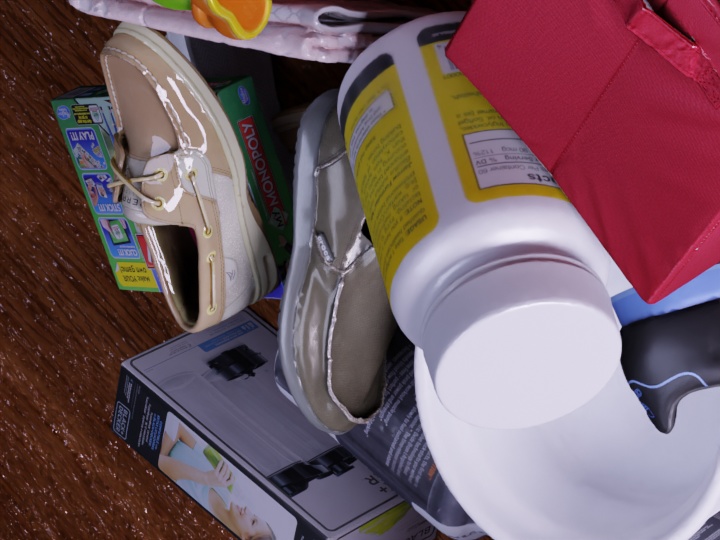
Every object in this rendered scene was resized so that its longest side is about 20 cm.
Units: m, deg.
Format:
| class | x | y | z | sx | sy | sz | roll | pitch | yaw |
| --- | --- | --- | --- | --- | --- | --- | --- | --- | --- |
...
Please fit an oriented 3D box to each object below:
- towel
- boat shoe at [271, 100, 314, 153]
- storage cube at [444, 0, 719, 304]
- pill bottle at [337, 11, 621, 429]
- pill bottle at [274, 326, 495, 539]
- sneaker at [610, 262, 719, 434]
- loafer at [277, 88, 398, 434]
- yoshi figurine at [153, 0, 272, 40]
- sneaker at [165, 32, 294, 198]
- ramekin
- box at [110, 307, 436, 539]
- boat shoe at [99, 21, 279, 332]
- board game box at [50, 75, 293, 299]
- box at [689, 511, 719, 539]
| class | x | y | z | sx | sy | sz | roll | pitch | yaw |
| --- | --- | --- | --- | --- | --- | --- | --- | --- | --- |
| towel | -0.030 | -0.143 | 1.530 | 0.191 | 0.200 | 0.032 | 15 | 101 | 40 |
| boat shoe | 0.026 | -0.073 | 1.600 | 0.200 | 0.074 | 0.070 | -1 | 104 | 48 |
| storage cube | 0.179 | -0.123 | 1.306 | 0.171 | 0.200 | 0.180 | 51 | 147 | 13 |
| pill bottle | 0.061 | -0.026 | 1.389 | 0.115 | 0.114 | 0.201 | 111 | 154 | -43 |
| pill bottle | 0.050 | 0.089 | 1.639 | 0.200 | 0.106 | 0.107 | 40 | 136 | 27 |
| sneaker | 0.226 | 0.023 | 1.362 | 0.199 | 0.070 | 0.078 | -16 | 87 | 12 |
| loafer | 0.000 | 0.000 | 1.554 | 0.069 | 0.075 | 0.201 | 10 | 110 | 29 |
| yoshi figurine | -0.117 | -0.196 | 1.390 | 0.200 | 0.112 | 0.112 | 26 | 113 | 40 |
| sneaker | -0.109 | -0.111 | 1.732 | 0.115 | 0.074 | 0.201 | 1 | 113 | 45 |
| ramekin | 0.137 | 0.058 | 1.493 | 0.200 | 0.098 | 0.201 | 6 | 101 | 34 |
| box | -0.052 | 0.116 | 1.764 | 0.200 | 0.116 | 0.060 | 39 | 133 | 30 |
| boat shoe | -0.107 | -0.048 | 1.569 | 0.074 | 0.066 | 0.201 | 19 | 141 | 47 |
| board game box | -0.111 | -0.051 | 1.698 | 0.200 | 0.029 | 0.135 | 2 | 114 | 54 |
| box | 0.169 | 0.233 | 1.512 | 0.049 | 0.200 | 0.162 | 24 | 128 | 36 |
